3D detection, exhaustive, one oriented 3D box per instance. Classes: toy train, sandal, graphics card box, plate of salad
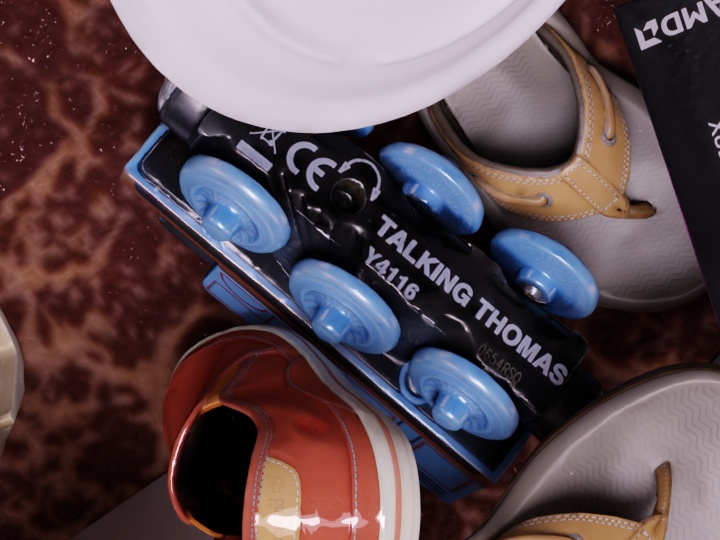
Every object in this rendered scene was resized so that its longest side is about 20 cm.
[{"bbox_3d":[0.000,0.000,0.851,0.200,0.114,0.087,39,66,-5],"label":"toy train"},{"bbox_3d":[0.055,0.106,0.734,0.199,0.055,0.082,-30,100,-5],"label":"sandal"},{"bbox_3d":[0.159,-0.005,0.811,0.051,0.125,0.202,-20,83,25],"label":"graphics card box"},{"bbox_3d":[0.067,-0.061,0.858,0.081,0.055,0.201,-33,105,9],"label":"sandal"},{"bbox_3d":[0.006,-0.134,0.657,0.199,0.048,0.201,-20,130,-25],"label":"plate of salad"}]

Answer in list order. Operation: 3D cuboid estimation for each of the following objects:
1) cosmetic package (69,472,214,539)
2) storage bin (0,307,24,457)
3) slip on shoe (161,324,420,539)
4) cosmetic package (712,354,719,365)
[{"bbox_3d":[-0.092,0.194,0.866,0.199,0.200,0.123,-35,105,10],"label":"cosmetic package"},{"bbox_3d":[-0.256,0.012,0.861,0.199,0.094,0.200,-23,107,5],"label":"storage bin"},{"bbox_3d":[-0.040,0.062,0.788,0.061,0.200,0.075,0,99,-19],"label":"slip on shoe"},{"bbox_3d":[0.161,0.082,0.916,0.082,0.051,0.200,38,103,-11],"label":"cosmetic package"}]
